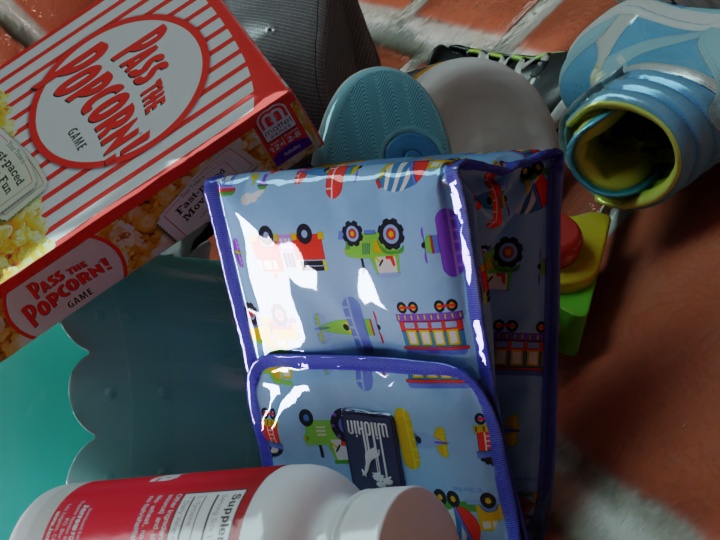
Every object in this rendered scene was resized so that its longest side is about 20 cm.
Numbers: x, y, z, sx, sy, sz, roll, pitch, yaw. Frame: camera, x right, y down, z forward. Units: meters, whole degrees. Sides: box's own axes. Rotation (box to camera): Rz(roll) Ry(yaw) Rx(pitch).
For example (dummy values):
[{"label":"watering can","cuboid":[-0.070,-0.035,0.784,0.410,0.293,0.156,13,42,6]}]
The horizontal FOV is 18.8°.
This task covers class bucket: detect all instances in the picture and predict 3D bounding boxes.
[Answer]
[{"label":"bucket","cuboid":[-0.130,0.082,1.200,0.207,0.134,0.208,0,90,63]}]

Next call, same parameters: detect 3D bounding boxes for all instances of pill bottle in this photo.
[{"label":"pill bottle","cuboid":[0.028,-0.065,1.366,0.116,0.116,0.200,-50,18,-22]},{"label":"pill bottle","cuboid":[-0.058,0.148,1.004,0.199,0.113,0.112,-7,34,29]}]

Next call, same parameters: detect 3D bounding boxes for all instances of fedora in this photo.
[{"label":"fedora","cuboid":[-0.043,-0.125,1.271,0.090,0.177,0.201,-16,44,15]}]

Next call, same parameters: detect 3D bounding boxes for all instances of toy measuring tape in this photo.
[{"label":"toy measuring tape","cuboid":[0.098,-0.018,1.170,0.073,0.074,0.200,-32,20,31]}]

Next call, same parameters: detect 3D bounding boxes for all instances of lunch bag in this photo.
[{"label":"lunch bag","cuboid":[0.019,0.048,1.033,0.150,0.201,0.094,-2,5,37]}]

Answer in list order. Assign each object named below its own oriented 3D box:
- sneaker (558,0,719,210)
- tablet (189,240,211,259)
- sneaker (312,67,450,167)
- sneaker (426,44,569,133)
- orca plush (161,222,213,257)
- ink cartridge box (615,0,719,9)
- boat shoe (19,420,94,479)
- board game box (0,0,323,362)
[{"label":"sneaker","cuboid":[0.139,-0.088,1.178,0.130,0.080,0.200,-32,16,-23]},{"label":"tablet","cuboid":[-0.160,0.058,1.443,0.130,0.014,0.200,-28,-23,-23]},{"label":"sneaker","cuboid":[0.000,0.000,1.177,0.131,0.079,0.201,138,133,-72]},{"label":"sneaker","cuboid":[0.077,-0.112,1.423,0.200,0.083,0.072,-22,27,49]},{"label":"orca plush","cuboid":[-0.093,-0.042,1.363,0.071,0.105,0.201,101,175,-48]},{"label":"ink cartridge box","cuboid":[0.232,-0.209,1.302,0.146,0.084,0.200,-43,16,-2]},{"label":"boat shoe","cuboid":[-0.132,0.093,1.345,0.199,0.072,0.059,-27,21,-25]},{"label":"board game box","cuboid":[-0.138,-0.064,1.126,0.200,0.046,0.152,-34,46,-3]}]
